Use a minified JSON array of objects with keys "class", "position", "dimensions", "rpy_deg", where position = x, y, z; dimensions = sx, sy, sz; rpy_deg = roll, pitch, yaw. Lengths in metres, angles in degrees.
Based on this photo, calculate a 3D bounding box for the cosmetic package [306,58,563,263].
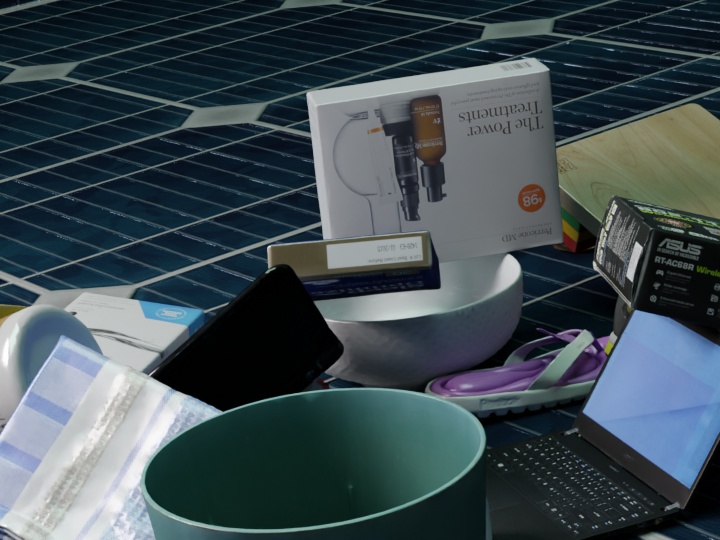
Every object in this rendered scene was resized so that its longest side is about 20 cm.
[{"class":"cosmetic package","position":[0.063,-0.084,1.755],"dimensions":[0.199,0.152,0.052],"rpy_deg":[-10,20,-8]}]

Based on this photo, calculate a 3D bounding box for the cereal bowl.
[{"class":"cereal bowl","position":[0.038,0.045,1.746],"dimensions":[0.199,0.084,0.200],"rpy_deg":[-7,18,2]}]

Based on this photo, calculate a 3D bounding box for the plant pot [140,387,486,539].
[{"class":"plant pot","position":[-0.017,0.181,1.233],"dimensions":[0.199,0.162,0.201],"rpy_deg":[-7,18,2]}]

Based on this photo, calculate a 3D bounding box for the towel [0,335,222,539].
[{"class":"towel","position":[-0.155,0.141,1.396],"dimensions":[0.199,0.024,0.147],"rpy_deg":[25,74,21]}]

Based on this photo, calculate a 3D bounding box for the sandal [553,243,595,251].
[{"class":"sandal","position":[0.205,-0.044,1.995],"dimensions":[0.199,0.082,0.055],"rpy_deg":[17,51,38]}]

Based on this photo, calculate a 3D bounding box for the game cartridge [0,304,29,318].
[{"class":"game cartridge","position":[-0.349,0.076,1.728],"dimensions":[0.175,0.033,0.200],"rpy_deg":[-24,-7,8]}]

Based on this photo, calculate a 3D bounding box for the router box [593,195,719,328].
[{"class":"router box","position":[0.281,0.005,1.537],"dimensions":[0.199,0.063,0.150],"rpy_deg":[13,9,-7]}]

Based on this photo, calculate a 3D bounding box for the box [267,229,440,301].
[{"class":"box","position":[0.000,0.000,1.637],"dimensions":[0.120,0.033,0.200],"rpy_deg":[-6,-5,4]}]

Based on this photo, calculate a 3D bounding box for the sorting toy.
[{"class":"sorting toy","position":[0.280,-0.046,1.862],"dimensions":[0.198,0.070,0.200],"rpy_deg":[-19,44,-28]}]

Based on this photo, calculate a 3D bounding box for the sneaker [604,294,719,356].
[{"class":"sneaker","position":[0.291,0.039,1.643],"dimensions":[0.198,0.085,0.075],"rpy_deg":[0,17,-8]}]

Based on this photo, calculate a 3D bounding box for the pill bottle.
[{"class":"pill bottle","position":[-0.292,0.107,1.578],"dimensions":[0.199,0.115,0.114],"rpy_deg":[-21,10,29]}]

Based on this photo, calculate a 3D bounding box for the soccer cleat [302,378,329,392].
[{"class":"soccer cleat","position":[-0.054,0.131,1.554],"dimensions":[0.077,0.070,0.200],"rpy_deg":[-11,21,0]}]

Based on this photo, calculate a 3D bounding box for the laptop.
[{"class":"laptop","position":[0.156,0.105,1.486],"dimensions":[0.199,0.104,0.177],"rpy_deg":[-13,18,-17]}]

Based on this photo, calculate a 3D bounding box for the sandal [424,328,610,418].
[{"class":"sandal","position":[0.145,0.073,1.672],"dimensions":[0.202,0.050,0.082],"rpy_deg":[-15,22,-26]}]

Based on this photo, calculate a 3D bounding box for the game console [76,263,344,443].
[{"class":"game console","position":[-0.124,0.077,1.540],"dimensions":[0.200,0.117,0.176],"rpy_deg":[-41,24,-7]}]

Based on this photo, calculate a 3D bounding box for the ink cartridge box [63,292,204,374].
[{"class":"ink cartridge box","position":[-0.213,0.088,1.718],"dimensions":[0.115,0.067,0.200],"rpy_deg":[8,21,15]}]

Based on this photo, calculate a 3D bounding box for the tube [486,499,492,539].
[{"class":"tube","position":[-0.012,0.185,1.416],"dimensions":[0.199,0.051,0.077],"rpy_deg":[-10,10,10]}]
